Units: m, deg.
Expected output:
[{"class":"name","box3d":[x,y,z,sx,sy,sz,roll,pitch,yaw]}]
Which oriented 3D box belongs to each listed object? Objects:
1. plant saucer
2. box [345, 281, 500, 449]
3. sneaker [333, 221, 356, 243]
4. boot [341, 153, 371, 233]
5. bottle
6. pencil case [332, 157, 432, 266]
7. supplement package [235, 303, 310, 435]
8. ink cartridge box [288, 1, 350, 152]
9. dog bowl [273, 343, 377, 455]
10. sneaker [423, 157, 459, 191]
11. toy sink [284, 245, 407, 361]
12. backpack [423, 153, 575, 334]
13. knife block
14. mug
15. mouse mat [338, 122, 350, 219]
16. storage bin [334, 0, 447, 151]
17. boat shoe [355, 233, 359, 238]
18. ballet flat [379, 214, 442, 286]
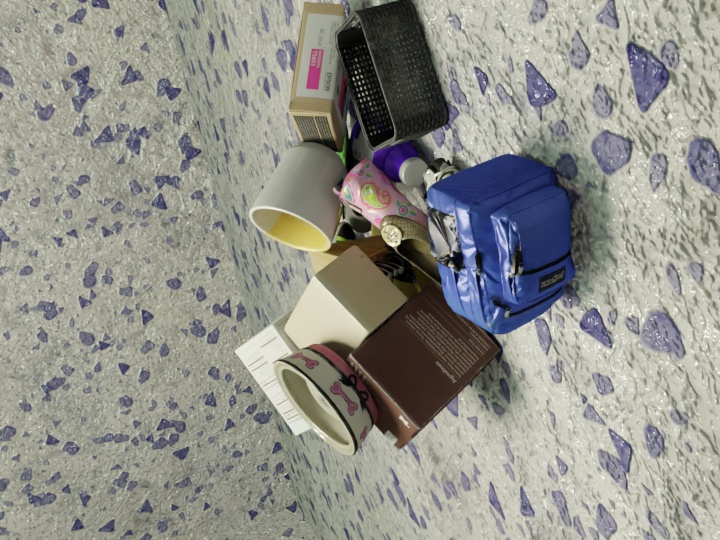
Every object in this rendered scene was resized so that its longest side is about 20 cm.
[{"class":"plant saucer","box3d":[0.081,0.018,1.606,0.200,0.048,0.200,59,159,32]},{"class":"box","box3d":[0.093,0.160,1.404,0.164,0.200,0.166,46,157,10]},{"class":"sneaker","box3d":[-0.006,-0.003,1.622,0.072,0.082,0.201,25,-124,-54]},{"class":"boot","box3d":[-0.005,-0.134,1.602,0.132,0.069,0.201,-97,-2,-57]},{"class":"bottle","box3d":[0.048,-0.199,1.431,0.200,0.065,0.084,45,126,53]},{"class":"pencil case","box3d":[0.051,-0.093,1.384,0.200,0.088,0.087,41,163,-5]},{"class":"supplement package","box3d":[-0.096,0.171,1.582,0.200,0.152,0.151,54,137,-1]},{"class":"ink cartridge box","box3d":[-0.062,-0.323,1.428,0.165,0.075,0.201,69,-152,-75]},{"class":"dog bowl","box3d":[-0.053,0.207,1.391,0.200,0.074,0.201,41,155,24]},{"class":"sneaker","box3d":[0.134,-0.125,1.242,0.116,0.075,0.201,64,164,14]},{"class":"toy sink","box3d":[-0.027,0.074,1.428,0.130,0.112,0.200,45,144,10]},{"class":"backpack","box3d":[0.182,-0.019,1.068,0.168,0.162,0.201,39,144,54]},{"class":"knife block","box3d":[0.000,0.000,1.478,0.176,0.199,0.064,-73,-28,-67]},{"class":"mug","box3d":[-0.098,-0.128,1.456,0.187,0.149,0.154,119,171,-70]},{"class":"mouse mat","box3d":[-0.033,-0.210,1.586,0.200,0.007,0.162,-97,10,-56]},{"class":"storage bin","box3d":[0.045,-0.300,1.302,0.201,0.093,0.135,71,163,-4]},{"class":"boat shoe","box3d":[-0.006,0.004,1.792,0.073,0.065,0.201,31,-152,-48]},{"class":"ballet flat","box3d":[0.109,-0.014,1.322,0.200,0.046,0.067,39,142,-7]}]
